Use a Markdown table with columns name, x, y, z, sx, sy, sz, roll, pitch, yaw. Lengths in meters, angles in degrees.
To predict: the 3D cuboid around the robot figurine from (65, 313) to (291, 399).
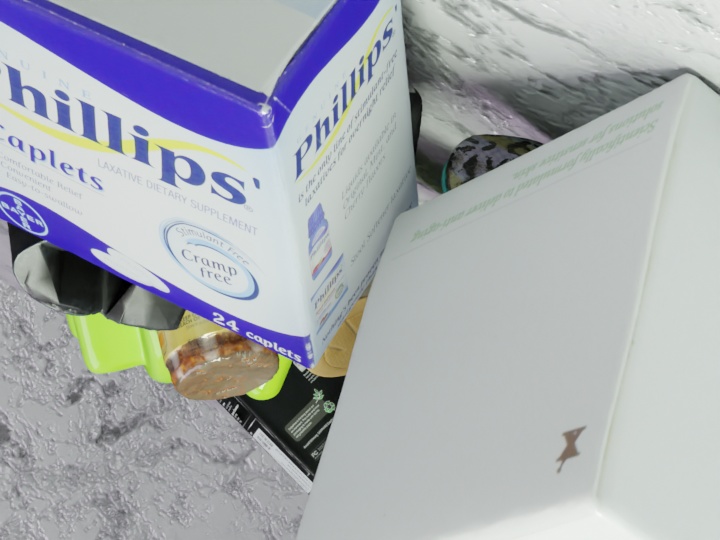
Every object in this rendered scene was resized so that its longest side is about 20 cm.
| name | x | y | z | sx | sy | sz | roll | pitch | yaw |
| --- | --- | --- | --- | --- | --- | --- | --- | --- | --- |
| robot figurine | -0.078 | -0.004 | 1.311 | 0.176 | 0.199 | 0.116 | -127 | 23 | -58 |

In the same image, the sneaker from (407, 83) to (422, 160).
| name | x | y | z | sx | sy | sz | roll | pitch | yaw |
| --- | --- | --- | --- | --- | --- | --- | --- | --- | --- |
| sneaker | -0.047 | -0.063 | 1.103 | 0.115 | 0.076 | 0.200 | 10 | 176 | -17 |

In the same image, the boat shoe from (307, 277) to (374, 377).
| name | x | y | z | sx | sy | sz | roll | pitch | yaw |
| --- | --- | --- | --- | --- | --- | --- | --- | --- | --- |
| boat shoe | 0.041 | 0.000 | 1.141 | 0.199 | 0.074 | 0.069 | -8 | -134 | -36 |

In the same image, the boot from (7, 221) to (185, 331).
| name | x | y | z | sx | sy | sz | roll | pitch | yaw |
| --- | --- | --- | --- | --- | --- | --- | --- | --- | --- |
| boot | -0.178 | -0.045 | 1.121 | 0.164 | 0.066 | 0.200 | 0 | -145 | -18 |

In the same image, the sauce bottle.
| name | x | y | z | sx | sy | sz | roll | pitch | yaw |
| --- | --- | --- | --- | --- | --- | --- | --- | --- | --- |
| sauce bottle | -0.095 | -0.029 | 1.221 | 0.066 | 0.201 | 0.066 | -12 | 155 | -6 |

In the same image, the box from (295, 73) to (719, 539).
| name | x | y | z | sx | sy | sz | roll | pitch | yaw |
| --- | --- | --- | --- | --- | --- | --- | --- | --- | --- |
| box | 0.108 | 0.069 | 0.902 | 0.171 | 0.201 | 0.199 | 32 | 147 | -25 |

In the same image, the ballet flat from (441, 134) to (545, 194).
| name | x | y | z | sx | sy | sz | roll | pitch | yaw |
| --- | --- | --- | --- | --- | --- | --- | --- | --- | --- |
| ballet flat | 0.129 | -0.012 | 1.028 | 0.200 | 0.072 | 0.072 | 33 | 170 | -28 |

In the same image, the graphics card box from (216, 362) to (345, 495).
| name | x | y | z | sx | sy | sz | roll | pitch | yaw |
| --- | --- | --- | --- | --- | --- | --- | --- | --- | --- |
| graphics card box | -0.044 | 0.043 | 1.433 | 0.200 | 0.125 | 0.051 | 44 | 160 | 4 |

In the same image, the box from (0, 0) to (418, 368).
| name | x | y | z | sx | sy | sz | roll | pitch | yaw |
| --- | --- | --- | --- | --- | --- | --- | --- | --- | --- |
| box | -0.080 | -0.080 | 0.950 | 0.183 | 0.105 | 0.200 | 24 | 152 | 20 |
